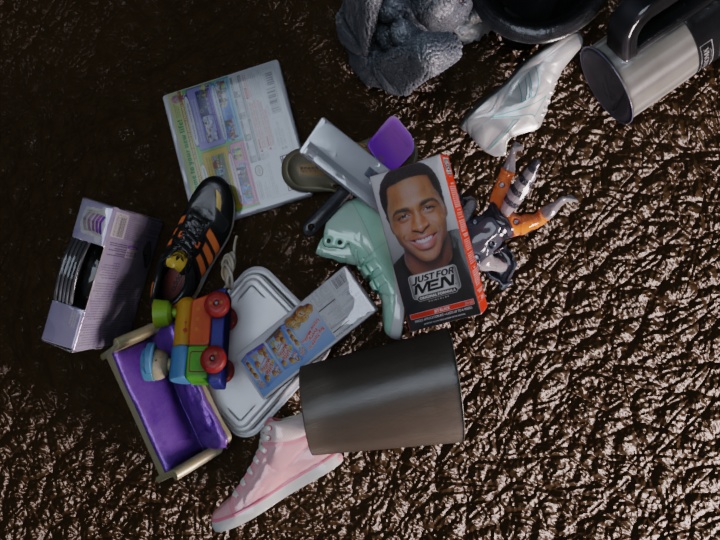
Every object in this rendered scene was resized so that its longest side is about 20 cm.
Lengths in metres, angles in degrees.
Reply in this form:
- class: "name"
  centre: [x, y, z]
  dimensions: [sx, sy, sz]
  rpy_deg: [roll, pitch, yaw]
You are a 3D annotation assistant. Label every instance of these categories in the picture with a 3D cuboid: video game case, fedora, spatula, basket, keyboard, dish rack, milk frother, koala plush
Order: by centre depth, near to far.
- class: "basket"
  centre: [0.025, 0.163, 0.990]
  dimensions: [0.195, 0.182, 0.139]
  rpy_deg: [-9, 56, 0]
- class: "keyboard"
  centre: [0.012, -0.119, 1.026]
  dimensions: [0.198, 0.011, 0.057]
  rpy_deg: [37, 85, -10]
- class: "milk frother"
  centre: [0.374, -0.340, 1.032]
  dimensions: [0.186, 0.182, 0.201]
  rpy_deg: [-33, 41, 2]
- class: "spatula"
  centre: [-0.005, -0.120, 1.038]
  dimensions: [0.200, 0.021, 0.057]
  rpy_deg: [-46, 102, -2]
- class: "fedora"
  centre: [0.239, -0.370, 1.042]
  dimensions: [0.195, 0.092, 0.206]
  rpy_deg: [-2, 69, 5]
- class: "koala plush"
  centre: [0.081, -0.353, 1.051]
  dimensions: [0.200, 0.184, 0.178]
  rpy_deg: [-43, 93, -20]
- class: "dish rack"
  centre: [-0.157, 0.115, 1.083]
  dimensions: [0.171, 0.044, 0.200]
  rpy_deg: [43, 92, 6]
- class: "video game case"
  centre: [-0.177, -0.180, 1.115]
  dimensions: [0.178, 0.022, 0.205]
  rpy_deg: [-16, 86, 4]

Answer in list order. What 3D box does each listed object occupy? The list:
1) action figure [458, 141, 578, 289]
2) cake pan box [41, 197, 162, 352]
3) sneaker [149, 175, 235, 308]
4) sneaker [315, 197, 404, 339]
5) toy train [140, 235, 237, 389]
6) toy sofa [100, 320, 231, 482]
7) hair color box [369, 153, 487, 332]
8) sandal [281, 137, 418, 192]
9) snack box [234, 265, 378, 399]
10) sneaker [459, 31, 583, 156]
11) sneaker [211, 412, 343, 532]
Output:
- class: "action figure"
  centre: [0.160, -0.083, 1.032]
  dimensions: [0.194, 0.104, 0.200]
  rpy_deg: [-46, 79, 12]
- class: "cake pan box"
  centre: [-0.338, 0.008, 1.029]
  dimensions: [0.051, 0.200, 0.189]
  rpy_deg: [14, 90, 3]
- class: "sneaker"
  centre: [-0.232, -0.031, 1.061]
  dimensions: [0.069, 0.090, 0.204]
  rpy_deg: [25, 100, 0]
- class: "sneaker"
  centre: [0.000, 0.000, 1.058]
  dimensions: [0.115, 0.074, 0.206]
  rpy_deg: [-7, 76, -2]
- class: "toy train"
  centre: [-0.223, 0.051, 1.019]
  dimensions: [0.113, 0.085, 0.205]
  rpy_deg: [0, 71, -1]
- class: "toy sofa"
  centre: [-0.263, 0.174, 1.045]
  dimensions: [0.097, 0.082, 0.204]
  rpy_deg: [-28, 86, 45]
- class: "hair color box"
  centre: [0.088, -0.035, 0.984]
  dimensions: [0.099, 0.061, 0.205]
  rpy_deg: [-15, 91, 18]
- class: "sandal"
  centre: [-0.012, -0.148, 1.073]
  dimensions: [0.195, 0.054, 0.083]
  rpy_deg: [-5, 85, -7]
- class: "snack box"
  centre: [-0.073, 0.084, 1.029]
  dimensions: [0.199, 0.024, 0.072]
  rpy_deg: [-39, 84, 11]
- class: "sneaker"
  centre: [0.232, -0.241, 1.060]
  dimensions: [0.200, 0.071, 0.080]
  rpy_deg: [-43, 96, 13]
- class: "sneaker"
  centre: [-0.130, 0.264, 1.054]
  dimensions: [0.197, 0.075, 0.106]
  rpy_deg: [-30, 89, -5]
